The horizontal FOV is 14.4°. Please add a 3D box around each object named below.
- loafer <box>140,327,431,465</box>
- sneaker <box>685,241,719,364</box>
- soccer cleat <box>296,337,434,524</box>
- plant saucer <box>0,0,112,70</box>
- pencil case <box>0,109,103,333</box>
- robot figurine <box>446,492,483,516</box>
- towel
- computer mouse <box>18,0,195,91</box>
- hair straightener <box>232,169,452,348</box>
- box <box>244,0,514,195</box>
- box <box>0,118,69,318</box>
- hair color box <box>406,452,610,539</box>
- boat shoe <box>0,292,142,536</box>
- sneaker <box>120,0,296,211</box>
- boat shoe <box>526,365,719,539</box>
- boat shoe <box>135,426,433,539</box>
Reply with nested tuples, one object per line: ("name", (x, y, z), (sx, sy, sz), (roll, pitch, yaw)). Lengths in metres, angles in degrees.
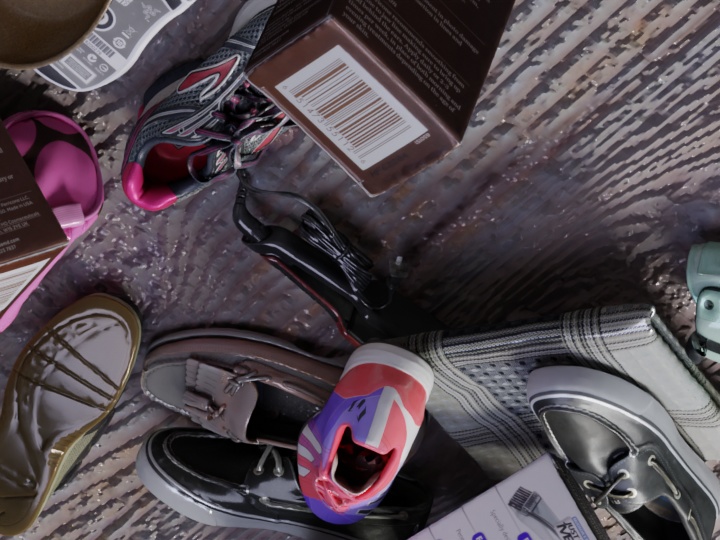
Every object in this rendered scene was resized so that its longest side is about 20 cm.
("loafer", (-0.054, 0.086, 1.850), (0.199, 0.063, 0.072), (8, 135, 13))
("sneaker", (0.250, -0.004, 1.646), (0.118, 0.074, 0.201), (18, 134, 7))
("soccer cleat", (-0.006, 0.117, 1.755), (0.068, 0.073, 0.200), (22, 147, -2))
("plant saucer", (-0.187, -0.213, 1.583), (0.199, 0.035, 0.202), (10, 106, 39))
("pencil case", (-0.234, -0.013, 1.805), (0.090, 0.094, 0.200), (3, 147, -32))
("robot figurine", (0.118, 0.236, 1.882), (0.150, 0.125, 0.200), (-19, 124, 23))
("towel", (0.128, 0.086, 1.759), (0.192, 0.035, 0.200), (-9, 149, 26))
("computer mouse", (-0.124, -0.175, 1.612), (0.110, 0.044, 0.200), (41, 128, -19))
("hair straightener", (0.000, 0.000, 1.774), (0.200, 0.041, 0.077), (44, 131, -15))
("box", (0.021, -0.147, 1.496), (0.100, 0.201, 0.075), (43, 134, -20))
("box", (-0.267, -0.069, 1.709), (0.100, 0.075, 0.201), (-43, 72, 45))
("hair color box", (0.066, 0.212, 1.772), (0.199, 0.065, 0.110), (-32, 75, 9))
("boat shoe", (-0.202, 0.087, 1.908), (0.073, 0.065, 0.200), (36, 116, 1))
("sneaker", (-0.065, -0.098, 1.674), (0.081, 0.075, 0.200), (39, 132, -17))
("boat shoe", (0.164, 0.122, 1.729), (0.068, 0.057, 0.200), (-10, 145, 34))
("boat shoe", (-0.049, 0.136, 1.896), (0.199, 0.071, 0.064), (15, 136, -5))
